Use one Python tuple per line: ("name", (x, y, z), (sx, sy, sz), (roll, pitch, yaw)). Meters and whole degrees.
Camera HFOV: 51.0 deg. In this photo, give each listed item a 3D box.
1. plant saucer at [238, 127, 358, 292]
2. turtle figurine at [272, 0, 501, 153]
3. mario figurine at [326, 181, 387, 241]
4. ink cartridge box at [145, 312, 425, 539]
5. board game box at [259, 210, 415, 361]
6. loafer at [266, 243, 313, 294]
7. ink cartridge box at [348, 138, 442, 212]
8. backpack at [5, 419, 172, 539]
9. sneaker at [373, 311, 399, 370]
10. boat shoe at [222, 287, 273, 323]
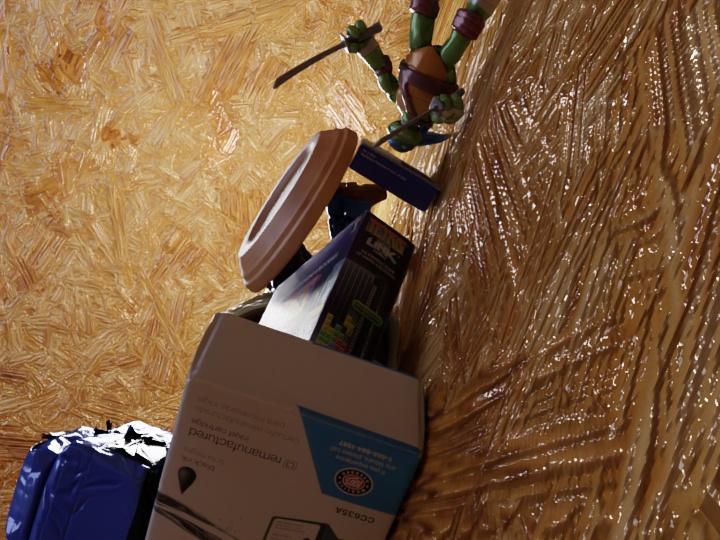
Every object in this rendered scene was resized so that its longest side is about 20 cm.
("plant saucer", (-0.073, -0.071, 0.801), (0.201, 0.037, 0.201), (-52, 14, 19))
("turtle figurine", (0.052, -0.214, 0.740), (0.144, 0.196, 0.197), (46, 115, 53))
("mario figurine", (0.000, 0.000, 0.884), (0.124, 0.103, 0.206), (-106, 18, -79))
("ink cartridge box", (-0.057, 0.150, 0.492), (0.086, 0.143, 0.204), (-82, 10, -67))
("board game box", (-0.048, 0.064, 0.634), (0.199, 0.056, 0.168), (-37, 27, 54))
("loafer", (-0.084, -0.006, 0.919), (0.200, 0.066, 0.073), (-158, 69, -81))
("ink cartridge box", (0.035, -0.106, 0.822), (0.038, 0.093, 0.200), (-60, 5, 8))
("backpack", (-0.269, 0.244, 0.831), (0.166, 0.165, 0.200), (-66, -11, 2))
("sneaker", (-0.014, 0.127, 0.624), (0.081, 0.075, 0.204), (133, 156, -59))
("boat shoe", (-0.109, 0.050, 1.001), (0.076, 0.196, 0.073), (50, 136, 36))
